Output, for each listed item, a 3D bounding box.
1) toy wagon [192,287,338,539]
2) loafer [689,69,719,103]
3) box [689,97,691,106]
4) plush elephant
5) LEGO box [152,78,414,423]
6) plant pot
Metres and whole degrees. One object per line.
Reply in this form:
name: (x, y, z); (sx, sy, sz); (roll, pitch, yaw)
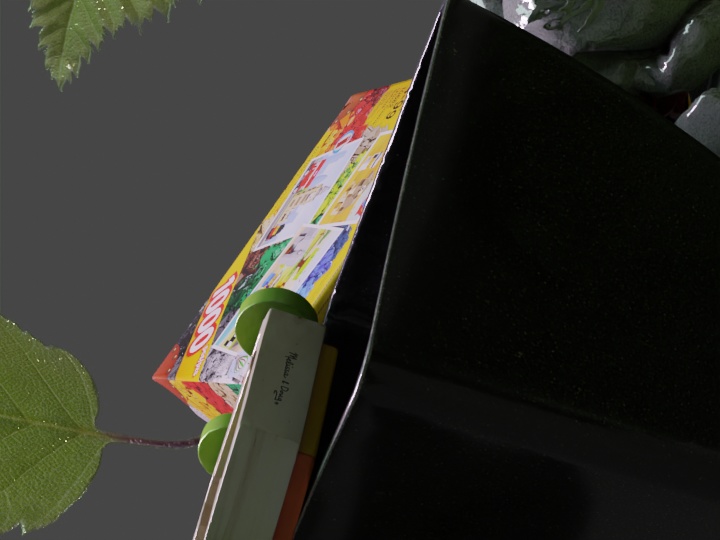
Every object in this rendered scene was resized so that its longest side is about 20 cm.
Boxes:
toy wagon: (-0.054, 0.109, 0.659); (0.156, 0.039, 0.201); (-78, 6, -53)
loafer: (0.150, -0.082, 0.968); (0.063, 0.071, 0.202); (-68, -4, -61)
box: (0.103, -0.060, 0.933); (0.199, 0.041, 0.120); (-22, 78, 59)
plush elephant: (0.114, -0.079, 0.765); (0.200, 0.163, 0.157); (-37, -48, -60)
LEGO box: (0.000, 0.000, 0.899); (0.201, 0.077, 0.149); (-56, 21, -18)
plant pot: (0.074, 0.049, 0.679); (0.200, 0.176, 0.201); (113, 173, -47)
